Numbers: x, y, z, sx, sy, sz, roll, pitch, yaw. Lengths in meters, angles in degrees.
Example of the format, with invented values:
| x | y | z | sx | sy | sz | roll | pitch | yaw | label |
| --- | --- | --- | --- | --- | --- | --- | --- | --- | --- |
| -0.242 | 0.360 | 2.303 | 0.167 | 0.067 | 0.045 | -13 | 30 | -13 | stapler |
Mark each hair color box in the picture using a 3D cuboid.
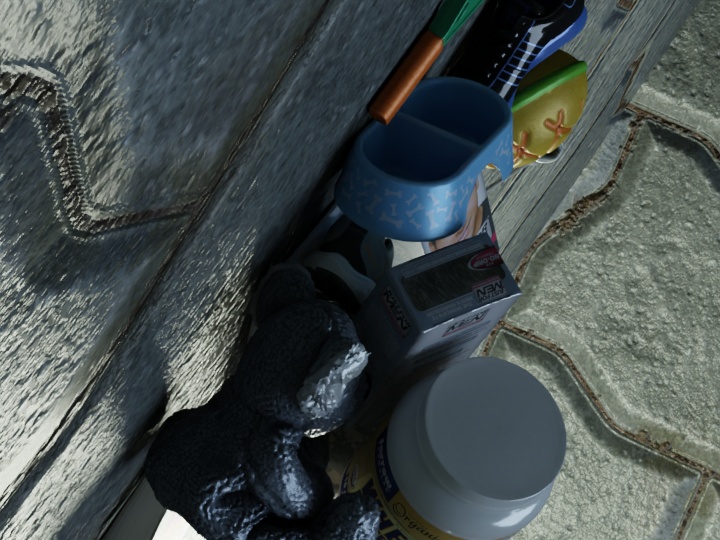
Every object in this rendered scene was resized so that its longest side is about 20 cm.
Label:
| x | y | z | sx | sy | sz | roll | pitch | yaw | label |
| --- | --- | --- | --- | --- | --- | --- | --- | --- | --- |
| 0.045 | 0.053 | 1.501 | 0.098 | 0.061 | 0.200 | -21 | 162 | -27 | hair color box |
| 0.066 | -0.041 | 1.647 | 0.099 | 0.060 | 0.200 | -56 | 155 | -19 | hair color box |

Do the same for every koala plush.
| x | y | z | sx | sy | sz | roll | pitch | yaw | label |
| --- | --- | --- | --- | --- | --- | --- | --- | --- | --- |
| -0.060 | 0.109 | 1.443 | 0.201 | 0.183 | 0.178 | -66 | -149 | 24 | koala plush |

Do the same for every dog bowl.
| x | y | z | sx | sy | sz | roll | pitch | yaw | label |
| --- | --- | --- | --- | --- | --- | --- | --- | --- | --- |
| 0.058 | -0.097 | 1.492 | 0.200 | 0.111 | 0.050 | -46 | 154 | -47 | dog bowl |

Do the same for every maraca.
| x | y | z | sx | sy | sz | roll | pitch | yaw | label |
| --- | --- | --- | --- | --- | --- | --- | --- | --- | --- |
| 0.127 | -0.143 | 1.719 | 0.199 | 0.107 | 0.137 | -30 | 176 | -1 | maraca |

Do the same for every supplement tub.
| x | y | z | sx | sy | sz | roll | pitch | yaw | label |
| --- | --- | --- | --- | --- | --- | --- | --- | --- | --- |
| 0.074 | 0.167 | 1.497 | 0.145 | 0.144 | 0.200 | -49 | 176 | -34 | supplement tub |

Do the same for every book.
| x | y | z | sx | sy | sz | roll | pitch | yaw | label |
| --- | --- | --- | --- | --- | --- | --- | --- | --- | --- |
| -0.178 | 0.221 | 1.612 | 0.134 | 0.048 | 0.200 | -58 | 173 | 3 | book |

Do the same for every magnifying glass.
| x | y | z | sx | sy | sz | roll | pitch | yaw | label |
| --- | --- | --- | --- | --- | --- | --- | --- | --- | --- |
| 0.071 | -0.202 | 1.449 | 0.201 | 0.022 | 0.080 | -56 | 172 | -7 | magnifying glass |

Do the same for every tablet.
| x | y | z | sx | sy | sz | roll | pitch | yaw | label |
| --- | --- | --- | --- | --- | --- | --- | --- | --- | --- |
| -0.034 | -0.018 | 1.590 | 0.200 | 0.014 | 0.130 | -51 | 171 | -27 | tablet |

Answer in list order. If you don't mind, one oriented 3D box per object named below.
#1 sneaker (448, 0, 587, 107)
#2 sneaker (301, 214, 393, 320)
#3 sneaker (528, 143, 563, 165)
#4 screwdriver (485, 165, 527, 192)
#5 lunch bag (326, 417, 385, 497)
| x | y | z | sx | sy | sz | roll | pitch | yaw | label |
| --- | --- | --- | --- | --- | --- | --- | --- | --- | --- |
| 0.125 | -0.199 | 1.633 | 0.200 | 0.070 | 0.078 | -48 | 149 | -13 | sneaker |
| 0.000 | 0.000 | 1.567 | 0.080 | 0.074 | 0.200 | -59 | 172 | -9 | sneaker |
| 0.171 | -0.145 | 1.943 | 0.078 | 0.099 | 0.200 | -56 | 172 | 9 | sneaker |
| 0.102 | -0.063 | 1.885 | 0.199 | 0.028 | 0.029 | -32 | -159 | 10 | screwdriver |
| -0.041 | 0.159 | 1.709 | 0.118 | 0.164 | 0.200 | -50 | 169 | -26 | lunch bag |
